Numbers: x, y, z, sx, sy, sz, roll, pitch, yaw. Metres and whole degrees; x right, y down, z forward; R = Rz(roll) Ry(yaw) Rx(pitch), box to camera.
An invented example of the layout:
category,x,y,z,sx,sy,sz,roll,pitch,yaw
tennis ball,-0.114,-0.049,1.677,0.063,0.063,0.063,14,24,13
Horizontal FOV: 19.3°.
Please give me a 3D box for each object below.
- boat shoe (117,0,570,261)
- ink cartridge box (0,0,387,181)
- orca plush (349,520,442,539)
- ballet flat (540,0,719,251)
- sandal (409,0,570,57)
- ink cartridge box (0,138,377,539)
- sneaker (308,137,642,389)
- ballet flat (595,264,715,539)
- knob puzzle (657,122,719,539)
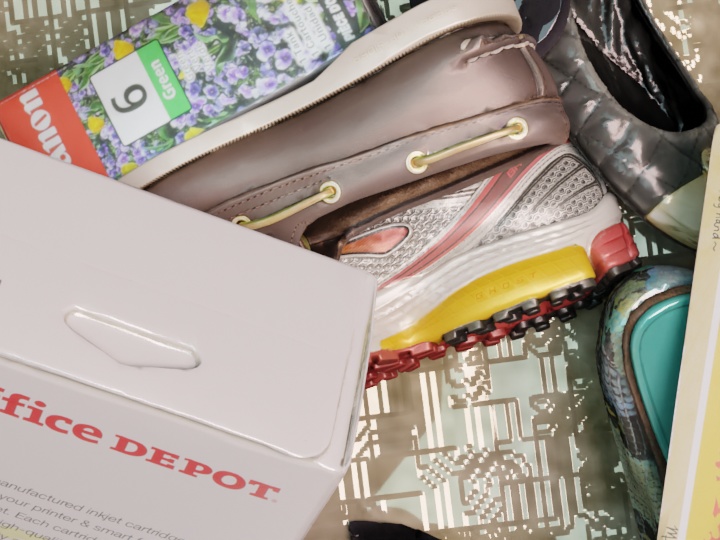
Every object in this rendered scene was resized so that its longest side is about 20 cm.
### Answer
category,x,y,z,sx,sy,sz,roll,pitch,yaw
boat shoe,-0.023,-0.024,0.730,0.199,0.072,0.060,-30,77,11
ink cartridge box,-0.082,-0.050,0.779,0.199,0.109,0.051,-28,82,5
orca plush,0.001,0.197,0.784,0.105,0.071,0.201,24,91,6
ballet flat,0.090,-0.097,0.780,0.057,0.066,0.201,-33,82,37
sandal,0.026,-0.170,0.760,0.076,0.043,0.201,-24,77,12
ink cartridge box,-0.095,0.062,0.719,0.144,0.200,0.085,19,51,-9
sneaker,0.000,0.000,0.795,0.199,0.078,0.083,-19,78,-1
ballet flat,0.131,0.089,0.771,0.074,0.074,0.201,-12,105,6
knob puzzle,0.196,0.050,0.666,0.218,0.030,0.222,-2,84,19
